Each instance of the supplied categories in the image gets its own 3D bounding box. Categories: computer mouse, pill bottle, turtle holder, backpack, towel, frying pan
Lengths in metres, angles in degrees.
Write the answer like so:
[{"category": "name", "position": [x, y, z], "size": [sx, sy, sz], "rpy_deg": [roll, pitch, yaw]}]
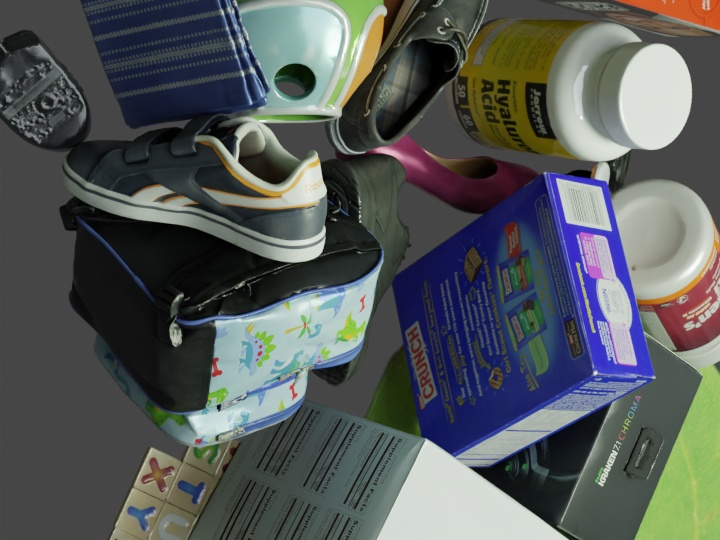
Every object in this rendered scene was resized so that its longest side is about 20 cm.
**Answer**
[{"category": "computer mouse", "position": [-0.257, -0.163, 1.294], "size": [0.058, 0.034, 0.201], "rpy_deg": [-37, 115, -4]}, {"category": "pill bottle", "position": [0.275, 0.009, 1.647], "size": [0.110, 0.109, 0.200], "rpy_deg": [-62, 149, -12]}, {"category": "turtle holder", "position": [-0.071, -0.176, 1.353], "size": [0.184, 0.141, 0.133], "rpy_deg": [-1, 90, -30]}, {"category": "backpack", "position": [-0.094, 0.022, 1.358], "size": [0.199, 0.183, 0.148], "rpy_deg": [-16, 130, -33]}, {"category": "pill bottle", "position": [0.169, -0.147, 1.514], "size": [0.110, 0.199, 0.113], "rpy_deg": [-6, 101, -36]}, {"category": "towel", "position": [-0.143, -0.199, 1.290], "size": [0.024, 0.144, 0.202], "rpy_deg": [-32, 110, -45]}, {"category": "frying pan", "position": [0.219, -0.100, 1.614], "size": [0.191, 0.031, 0.116], "rpy_deg": [-65, 160, -50]}]

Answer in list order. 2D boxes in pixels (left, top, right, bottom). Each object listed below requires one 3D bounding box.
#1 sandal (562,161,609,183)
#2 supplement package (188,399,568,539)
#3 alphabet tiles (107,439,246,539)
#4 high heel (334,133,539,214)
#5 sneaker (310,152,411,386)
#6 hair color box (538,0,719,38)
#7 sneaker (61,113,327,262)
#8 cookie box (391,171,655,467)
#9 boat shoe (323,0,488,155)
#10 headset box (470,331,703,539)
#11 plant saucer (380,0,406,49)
[{"category": "sandal", "position": [0.159, -0.024, 1.570], "size": [0.059, 0.207, 0.080], "rpy_deg": [19, 62, 2]}, {"category": "supplement package", "position": [0.015, 0.213, 1.448], "size": [0.191, 0.199, 0.148], "rpy_deg": [37, 75, -36]}, {"category": "alphabet tiles", "position": [-0.113, 0.221, 1.480], "size": [0.199, 0.006, 0.168], "rpy_deg": [31, 78, -37]}, {"category": "high heel", "position": [0.067, -0.099, 1.530], "size": [0.198, 0.067, 0.097], "rpy_deg": [-3, 110, -24]}, {"category": "sneaker", "position": [0.000, 0.000, 1.468], "size": [0.090, 0.076, 0.202], "rpy_deg": [-23, 134, -44]}, {"category": "hair color box", "position": [0.237, -0.248, 1.613], "size": [0.199, 0.101, 0.062], "rpy_deg": [7, 93, -38]}, {"category": "sneaker", "position": [-0.113, -0.073, 1.291], "size": [0.078, 0.198, 0.080], "rpy_deg": [-50, 152, -58]}, {"category": "cookie box", "position": [0.122, 0.043, 1.476], "size": [0.075, 0.200, 0.173], "rpy_deg": [8, 61, -38]}, {"category": "boat shoe", "position": [0.050, -0.166, 1.453], "size": [0.200, 0.066, 0.070], "rpy_deg": [-48, 122, -26]}, {"category": "headset box", "position": [0.168, 0.130, 1.561], "size": [0.092, 0.199, 0.175], "rpy_deg": [32, 77, -36]}, {"category": "plant saucer", "position": [0.020, -0.231, 1.488], "size": [0.199, 0.037, 0.202], "rpy_deg": [-7, 102, -36]}]
